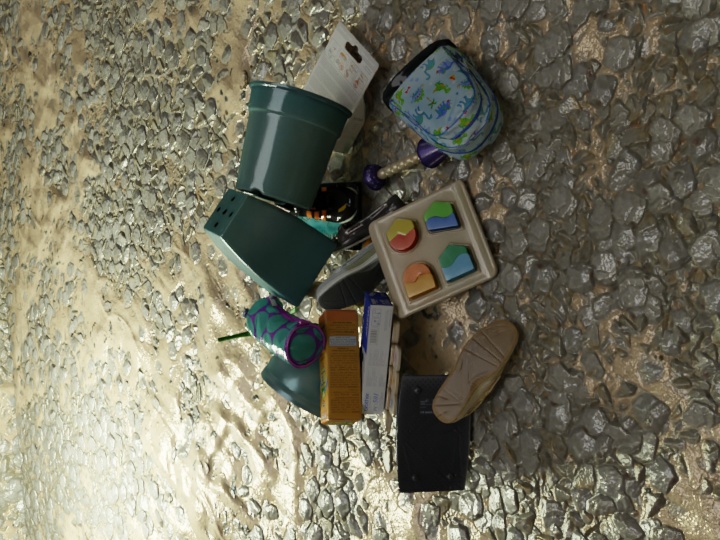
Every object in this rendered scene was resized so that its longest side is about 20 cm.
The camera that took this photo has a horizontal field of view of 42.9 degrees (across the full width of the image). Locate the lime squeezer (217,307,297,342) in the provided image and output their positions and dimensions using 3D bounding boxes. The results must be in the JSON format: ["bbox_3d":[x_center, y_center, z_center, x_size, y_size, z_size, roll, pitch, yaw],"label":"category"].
[{"bbox_3d":[-0.212,0.119,2.006,0.198,0.071,0.038,-22,55,17],"label":"lime squeezer"}]

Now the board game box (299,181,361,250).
[{"bbox_3d":[-0.071,-0.110,1.856,0.199,0.028,0.137,2,94,49],"label":"board game box"}]

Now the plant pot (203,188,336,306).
[{"bbox_3d":[-0.180,-0.057,1.703,0.142,0.200,0.141,-57,33,-7],"label":"plant pot"}]

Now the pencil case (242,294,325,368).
[{"bbox_3d":[-0.142,0.109,1.689,0.200,0.084,0.093,26,115,57],"label":"pencil case"}]

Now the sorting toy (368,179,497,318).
[{"bbox_3d":[0.119,-0.038,1.585,0.199,0.036,0.187,-26,71,20],"label":"sorting toy"}]

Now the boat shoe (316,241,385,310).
[{"bbox_3d":[0.000,-0.002,1.680,0.065,0.201,0.075,43,167,46],"label":"boat shoe"}]

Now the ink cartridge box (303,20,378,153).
[{"bbox_3d":[-0.035,-0.358,1.796,0.161,0.050,0.201,54,124,33],"label":"ink cartridge box"}]

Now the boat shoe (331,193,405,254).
[{"bbox_3d":[0.006,-0.087,1.717,0.199,0.067,0.057,-22,102,32],"label":"boat shoe"}]

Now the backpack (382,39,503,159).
[{"bbox_3d":[0.145,-0.277,1.524,0.163,0.154,0.201,-40,73,9],"label":"backpack"}]

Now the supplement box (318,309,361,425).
[{"bbox_3d":[-0.038,0.176,1.657,0.067,0.068,0.202,129,139,-68],"label":"supplement box"}]

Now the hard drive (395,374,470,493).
[{"bbox_3d":[0.122,0.278,1.581,0.042,0.133,0.202,-173,84,-75],"label":"hard drive"}]

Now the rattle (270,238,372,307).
[{"bbox_3d":[-0.076,-0.002,1.773,0.198,0.130,0.144,12,112,32],"label":"rattle"}]

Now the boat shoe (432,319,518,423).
[{"bbox_3d":[0.197,0.168,1.528,0.074,0.069,0.201,43,101,27],"label":"boat shoe"}]

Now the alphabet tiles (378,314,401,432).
[{"bbox_3d":[0.051,0.183,1.653,0.196,0.014,0.202,-122,36,-82],"label":"alphabet tiles"}]

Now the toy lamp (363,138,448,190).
[{"bbox_3d":[0.087,-0.196,1.652,0.199,0.058,0.059,-17,79,50],"label":"toy lamp"}]

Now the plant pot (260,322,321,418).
[{"bbox_3d":[-0.073,0.186,1.767,0.200,0.200,0.135,34,97,42],"label":"plant pot"}]

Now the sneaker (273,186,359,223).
[{"bbox_3d":[-0.090,-0.130,1.786,0.199,0.089,0.071,7,96,48],"label":"sneaker"}]

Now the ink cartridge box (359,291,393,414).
[{"bbox_3d":[0.024,0.147,1.647,0.094,0.044,0.202,-114,29,-76],"label":"ink cartridge box"}]

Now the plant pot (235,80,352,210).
[{"bbox_3d":[-0.137,-0.225,1.699,0.199,0.199,0.198,16,89,47],"label":"plant pot"}]
